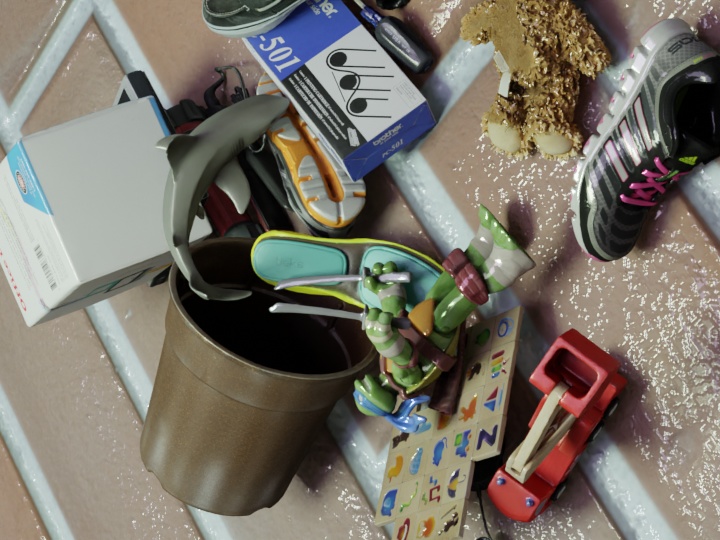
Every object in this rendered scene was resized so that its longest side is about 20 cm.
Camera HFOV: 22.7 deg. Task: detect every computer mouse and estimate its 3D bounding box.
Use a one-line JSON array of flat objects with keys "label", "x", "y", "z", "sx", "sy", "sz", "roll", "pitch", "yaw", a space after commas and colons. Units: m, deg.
[{"label": "computer mouse", "x": 0.110, "y": 0.197, "z": 1.546, "sx": 0.059, "sy": 0.034, "sz": 0.200, "roll": -12, "pitch": 85, "yaw": 30}]

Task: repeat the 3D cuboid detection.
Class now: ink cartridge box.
[{"label": "ink cartridge box", "x": -0.263, "y": -0.054, "z": 1.728, "sx": 0.147, "sy": 0.146, "sz": 0.200, "roll": 66, "pitch": 153, "yaw": 3}, {"label": "ink cartridge box", "x": -0.026, "y": -0.181, "z": 1.635, "sx": 0.094, "sy": 0.044, "sz": 0.200, "roll": -36, "pitch": 59, "yaw": -4}]

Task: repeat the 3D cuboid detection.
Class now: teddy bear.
[{"label": "teddy bear", "x": 0.147, "y": -0.187, "z": 1.490, "sx": 0.145, "sy": 0.067, "sz": 0.200, "roll": -16, "pitch": 85, "yaw": 53}]

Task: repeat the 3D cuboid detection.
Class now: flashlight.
[{"label": "flashlight", "x": -0.142, "y": -0.077, "z": 1.768, "sx": 0.068, "sy": 0.068, "sz": 0.200, "roll": -55, "pitch": 53, "yaw": 36}]

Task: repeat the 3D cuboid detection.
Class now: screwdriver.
[{"label": "screwdriver", "x": -0.008, "y": -0.247, "z": 1.629, "sx": 0.200, "sy": 0.028, "sz": 0.029, "roll": 43, "pitch": 130, "yaw": 19}]

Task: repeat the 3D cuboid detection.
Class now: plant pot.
[{"label": "plant pot", "x": -0.109, "y": 0.107, "z": 1.659, "sx": 0.200, "sy": 0.200, "sz": 0.198, "roll": 48, "pitch": 129, "yaw": 34}]

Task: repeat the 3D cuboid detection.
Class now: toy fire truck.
[{"label": "toy fire truck", "x": 0.151, "y": 0.127, "z": 1.418, "sx": 0.049, "sy": 0.141, "sz": 0.200, "roll": 36, "pitch": 116, "yaw": 16}]

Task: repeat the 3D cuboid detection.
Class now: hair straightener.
[{"label": "hair straightener", "x": -0.099, "y": -0.131, "z": 1.752, "sx": 0.077, "sy": 0.041, "sz": 0.200, "roll": -48, "pitch": 54, "yaw": 33}]

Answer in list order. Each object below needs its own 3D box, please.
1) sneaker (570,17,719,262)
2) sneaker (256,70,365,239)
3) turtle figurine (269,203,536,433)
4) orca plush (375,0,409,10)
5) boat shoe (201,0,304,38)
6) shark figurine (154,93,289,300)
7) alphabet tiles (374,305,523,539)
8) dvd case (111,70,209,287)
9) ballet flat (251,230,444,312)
[{"label": "sneaker", "x": 0.231, "y": -0.091, "z": 1.389, "sx": 0.087, "sy": 0.074, "sz": 0.200, "roll": 36, "pitch": 110, "yaw": 45}, {"label": "sneaker", "x": -0.051, "y": -0.110, "z": 1.676, "sx": 0.077, "sy": 0.078, "sz": 0.200, "roll": 98, "pitch": 159, "yaw": -57}, {"label": "turtle figurine", "x": 0.035, "y": 0.014, "z": 1.496, "sx": 0.194, "sy": 0.144, "sz": 0.200, "roll": -42, "pitch": 73, "yaw": 4}, {"label": "orca plush", "x": 0.002, "y": -0.305, "z": 1.619, "sx": 0.200, "sy": 0.071, "sz": 0.105, "roll": 50, "pitch": 123, "yaw": 32}, {"label": "boat shoe", "x": -0.081, "y": -0.266, "z": 1.596, "sx": 0.200, "sy": 0.071, "sz": 0.072, "roll": -20, "pitch": 71, "yaw": 39}, {"label": "shark figurine", "x": -0.151, "y": -0.072, "z": 1.593, "sx": 0.128, "sy": 0.090, "sz": 0.215, "roll": 6, "pitch": 69, "yaw": 18}, {"label": "alphabet tiles", "x": 0.072, "y": 0.140, "z": 1.517, "sx": 0.167, "sy": 0.008, "sz": 0.200, "roll": -27, "pitch": 45, "yaw": 52}, {"label": "dvd case", "x": -0.216, "y": -0.089, "z": 1.806, "sx": 0.150, "sy": 0.025, "sz": 0.200, "roll": 61, "pitch": 153, "yaw": 14}, {"label": "ballet flat", "x": 0.000, "y": 0.000, "z": 1.616, "sx": 0.200, "sy": 0.067, "sz": 0.067, "roll": 13, "pitch": 98, "yaw": 13}]
